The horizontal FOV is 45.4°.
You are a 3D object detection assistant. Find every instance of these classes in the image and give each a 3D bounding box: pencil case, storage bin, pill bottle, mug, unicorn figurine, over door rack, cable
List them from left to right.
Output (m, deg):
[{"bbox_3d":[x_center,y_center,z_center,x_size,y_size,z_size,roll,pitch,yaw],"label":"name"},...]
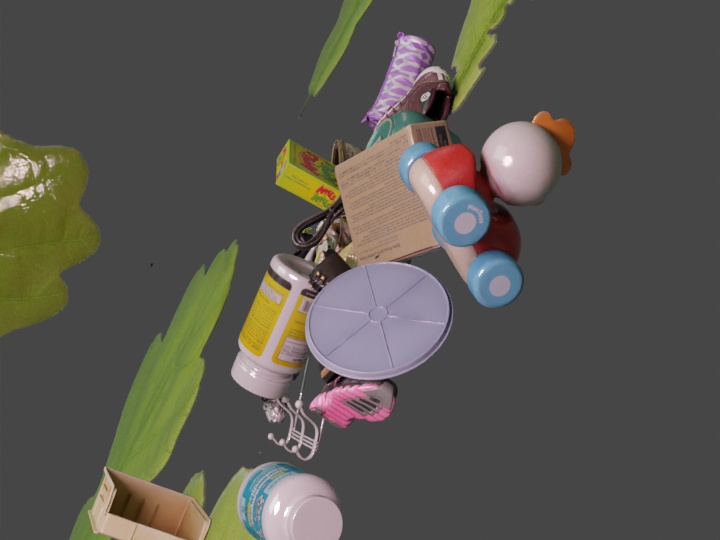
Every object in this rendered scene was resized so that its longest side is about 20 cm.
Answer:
[{"bbox_3d":[-0.412,0.475,1.668,0.095,0.198,0.198,-67,19,-10],"label":"storage bin"},{"bbox_3d":[-0.121,0.087,1.331,0.202,0.113,0.114,-65,18,12],"label":"pill bottle"},{"bbox_3d":[-0.091,0.322,1.150,0.199,0.110,0.112,-13,53,66],"label":"pill bottle"},{"bbox_3d":[-0.085,0.190,1.377,0.203,0.066,0.147,-67,20,-10],"label":"over door rack"},{"bbox_3d":[-0.080,0.011,1.475,0.138,0.074,0.200,-53,-3,20],"label":"unicorn figurine"},{"bbox_3d":[-0.033,-0.108,1.437,0.098,0.198,0.050,62,160,15],"label":"cable"},{"bbox_3d":[0.076,-0.351,1.626,0.084,0.085,0.203,-15,52,64],"label":"pencil case"},{"bbox_3d":[0.076,-0.172,1.345,0.154,0.113,0.185,-65,19,-4],"label":"mug"}]

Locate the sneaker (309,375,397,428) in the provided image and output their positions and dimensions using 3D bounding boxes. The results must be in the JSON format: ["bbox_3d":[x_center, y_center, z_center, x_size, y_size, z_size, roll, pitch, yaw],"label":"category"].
[{"bbox_3d":[-0.002,0.159,1.204,0.199,0.079,0.096,-26,30,59],"label":"sneaker"}]

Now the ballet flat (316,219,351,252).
[{"bbox_3d":[-0.048,-0.062,1.605,0.068,0.067,0.201,-54,21,24],"label":"ballet flat"}]

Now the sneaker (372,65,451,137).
[{"bbox_3d":[0.089,-0.251,1.482,0.201,0.075,0.116,-55,24,23],"label":"sneaker"}]

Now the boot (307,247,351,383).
[{"bbox_3d":[-0.042,0.060,1.210,0.077,0.138,0.200,-45,0,30],"label":"boot"}]

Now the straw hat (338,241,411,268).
[{"bbox_3d":[0.000,0.000,1.367,0.202,0.084,0.202,-51,22,31],"label":"straw hat"}]

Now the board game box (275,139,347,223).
[{"bbox_3d":[-0.052,-0.146,1.520,0.048,0.198,0.102,-53,21,25],"label":"board game box"}]

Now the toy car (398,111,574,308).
[{"bbox_3d":[0.171,-0.093,0.994,0.198,0.178,0.185,-31,27,4],"label":"toy car"}]

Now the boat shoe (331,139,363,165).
[{"bbox_3d":[-0.048,-0.177,1.761,0.073,0.062,0.202,-39,31,49],"label":"boat shoe"}]

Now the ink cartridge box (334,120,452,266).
[{"bbox_3d":[0.058,-0.099,1.212,0.199,0.074,0.168,-18,86,55],"label":"ink cartridge box"}]

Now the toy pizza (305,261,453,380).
[{"bbox_3d":[0.025,0.067,1.131,0.202,0.197,0.032,-83,-15,-44],"label":"toy pizza"}]

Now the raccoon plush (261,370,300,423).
[{"bbox_3d":[-0.108,0.156,1.515,0.133,0.096,0.203,-28,67,39],"label":"raccoon plush"}]

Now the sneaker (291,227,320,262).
[{"bbox_3d":[-0.133,0.012,1.709,0.203,0.082,0.072,-66,19,-7],"label":"sneaker"}]
